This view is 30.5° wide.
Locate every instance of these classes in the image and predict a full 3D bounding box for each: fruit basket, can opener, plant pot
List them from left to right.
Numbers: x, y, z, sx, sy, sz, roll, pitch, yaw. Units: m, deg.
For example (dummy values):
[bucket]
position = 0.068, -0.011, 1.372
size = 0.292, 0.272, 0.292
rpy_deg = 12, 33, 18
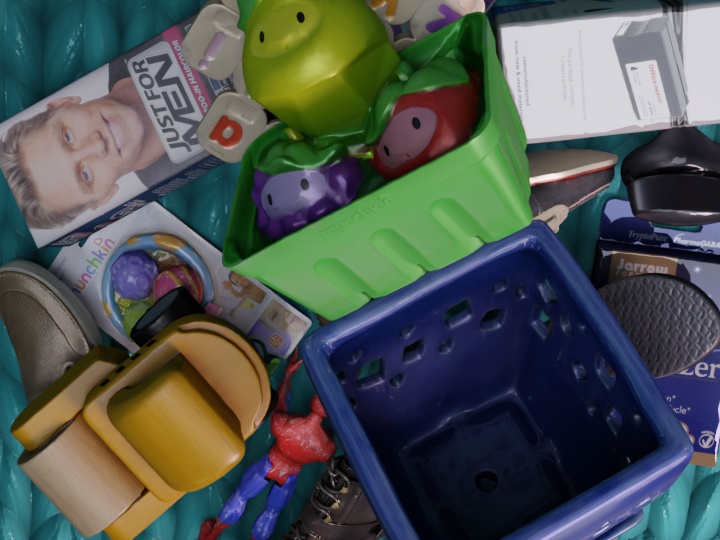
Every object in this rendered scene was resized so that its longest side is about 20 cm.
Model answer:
[fruit basket]
position = -0.010, -0.096, 0.826
size = 0.212, 0.157, 0.218
rpy_deg = 2, 132, 2
[plant pot]
position = 0.088, 0.120, 0.913
size = 0.198, 0.180, 0.201
rpy_deg = -26, 63, -9
[can opener]
position = 0.291, -0.069, 0.988
size = 0.197, 0.063, 0.080
rpy_deg = -1, 79, -5

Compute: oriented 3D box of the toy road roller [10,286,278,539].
[toy road roller]
position = -0.156, 0.117, 0.970
size = 0.199, 0.146, 0.123
rpy_deg = -40, 104, 2

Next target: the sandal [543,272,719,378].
[sandal]
position = 0.186, 0.050, 1.003
size = 0.199, 0.043, 0.077
rpy_deg = -19, 84, 42

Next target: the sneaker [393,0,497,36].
[sneaker]
position = 0.043, -0.185, 0.944
size = 0.200, 0.114, 0.073
rpy_deg = -43, 97, 13

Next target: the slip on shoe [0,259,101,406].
[slip on shoe]
position = -0.242, 0.089, 1.060
size = 0.075, 0.061, 0.202
rpy_deg = -13, 109, 32

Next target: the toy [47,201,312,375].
[toy]
position = -0.150, 0.030, 1.052
size = 0.199, 0.047, 0.116
rpy_deg = 36, 103, -6

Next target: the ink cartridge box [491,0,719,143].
[ink cartridge box]
position = 0.194, -0.149, 0.925
size = 0.197, 0.145, 0.085
rpy_deg = -5, 105, 5

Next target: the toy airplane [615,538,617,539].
[toy airplane]
position = 0.116, 0.242, 1.012
size = 0.196, 0.201, 0.143
rpy_deg = -10, 117, 6

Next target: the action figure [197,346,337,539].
[action figure]
position = -0.063, 0.148, 1.077
size = 0.065, 0.099, 0.201
rpy_deg = 29, 128, -7

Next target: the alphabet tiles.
[alphabet tiles]
position = -0.016, -0.135, 0.894
size = 0.198, 0.015, 0.196
rpy_deg = 28, 116, -18

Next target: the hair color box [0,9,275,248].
[hair color box]
position = -0.172, -0.104, 1.000
size = 0.198, 0.060, 0.101
rpy_deg = -27, 88, 11

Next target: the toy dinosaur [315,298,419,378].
[toy dinosaur]
position = 0.000, 0.000, 1.016
size = 0.134, 0.086, 0.202
rpy_deg = 25, 110, -3

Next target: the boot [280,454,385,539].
[boot]
position = -0.048, 0.209, 1.035
size = 0.069, 0.198, 0.175
rpy_deg = 51, 128, 34

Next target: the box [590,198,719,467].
[box]
position = 0.235, 0.050, 1.037
size = 0.119, 0.032, 0.203
rpy_deg = 7, 105, 3

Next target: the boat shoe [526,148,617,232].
[boat shoe]
position = 0.110, -0.042, 0.965
size = 0.198, 0.071, 0.063
rpy_deg = -21, 109, -31
